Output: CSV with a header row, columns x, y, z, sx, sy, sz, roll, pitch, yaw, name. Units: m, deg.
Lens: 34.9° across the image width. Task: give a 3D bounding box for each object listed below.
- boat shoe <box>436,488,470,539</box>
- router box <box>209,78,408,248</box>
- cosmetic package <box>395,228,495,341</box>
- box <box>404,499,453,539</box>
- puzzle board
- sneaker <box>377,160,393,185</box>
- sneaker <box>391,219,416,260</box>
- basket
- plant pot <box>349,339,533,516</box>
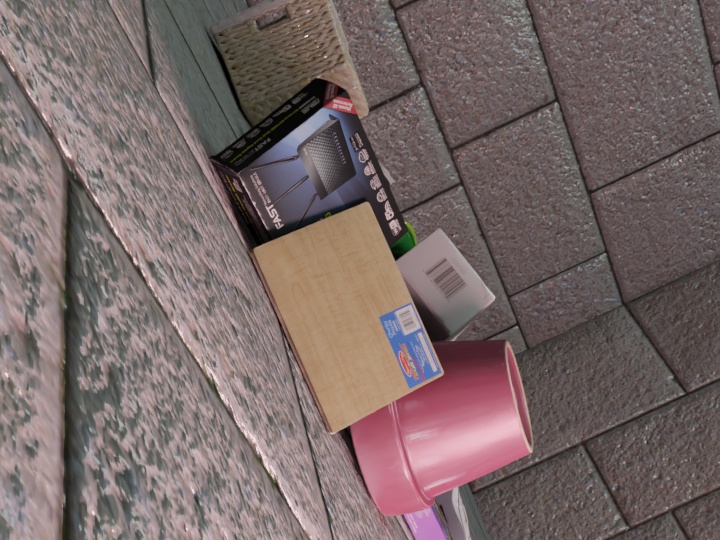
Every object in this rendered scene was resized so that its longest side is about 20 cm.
x,y,z,sx,sy,sz,roll,pitch,yaw,name
0.121,0.366,1.696,0.201,0.073,0.066,-95,167,-52,boat shoe
-0.049,-0.078,1.216,0.062,0.150,0.201,29,-27,50,router box
0.080,0.041,1.411,0.113,0.081,0.200,51,-20,9,cosmetic package
0.080,0.316,1.525,0.137,0.039,0.202,-108,173,-72,box
-0.013,0.046,1.178,0.017,0.150,0.202,-26,-92,59,puzzle board
-0.045,-0.133,1.630,0.199,0.081,0.076,20,-17,46,sneaker
0.002,-0.042,1.377,0.200,0.073,0.085,33,69,-56,sneaker
-0.107,-0.318,1.826,0.200,0.196,0.162,59,11,-71,basket
0.094,0.161,1.290,0.200,0.177,0.202,-14,90,-79,plant pot
